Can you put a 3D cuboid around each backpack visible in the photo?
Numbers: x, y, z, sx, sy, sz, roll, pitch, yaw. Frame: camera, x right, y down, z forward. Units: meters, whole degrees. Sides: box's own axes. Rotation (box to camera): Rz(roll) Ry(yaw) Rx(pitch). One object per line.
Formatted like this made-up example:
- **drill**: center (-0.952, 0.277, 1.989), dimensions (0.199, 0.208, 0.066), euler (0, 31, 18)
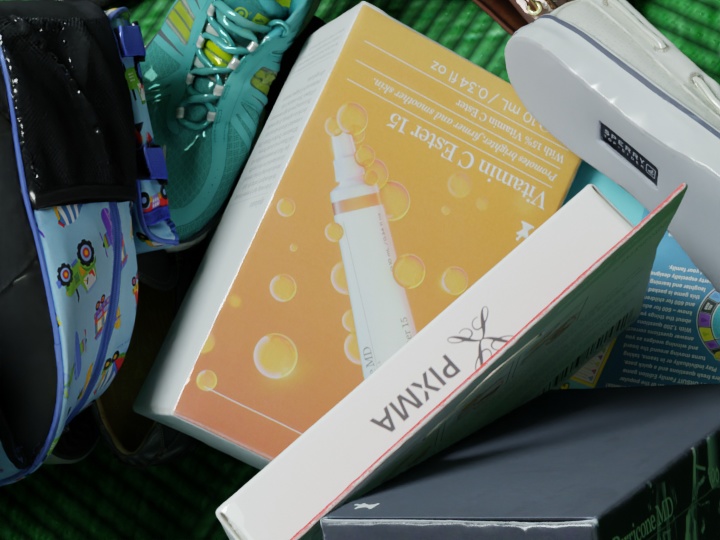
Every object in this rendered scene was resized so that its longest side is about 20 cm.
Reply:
- **backpack**: center (-0.171, -0.009, 0.893), dimensions (0.182, 0.134, 0.200), euler (-11, 93, 34)

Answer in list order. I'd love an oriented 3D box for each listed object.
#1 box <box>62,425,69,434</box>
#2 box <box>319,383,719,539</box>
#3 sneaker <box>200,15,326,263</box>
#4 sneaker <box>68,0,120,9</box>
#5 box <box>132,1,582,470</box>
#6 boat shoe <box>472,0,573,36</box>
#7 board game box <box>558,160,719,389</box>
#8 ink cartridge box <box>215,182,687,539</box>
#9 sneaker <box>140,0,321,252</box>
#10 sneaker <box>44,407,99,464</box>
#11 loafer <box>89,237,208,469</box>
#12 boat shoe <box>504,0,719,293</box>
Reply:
- **box**: center (-0.244, 0.024, 1.045), dimensions (0.198, 0.050, 0.200), euler (-26, 61, 30)
- **box**: center (0.087, 0.150, 0.736), dimensions (0.104, 0.200, 0.182), euler (-5, 98, 29)
- **sneaker**: center (-0.032, -0.037, 1.017), dimensions (0.083, 0.071, 0.200), euler (1, 66, 9)
- **sneaker**: center (-0.089, -0.187, 1.102), dimensions (0.200, 0.077, 0.084), euler (-22, 56, 22)
- **box**: center (0.000, 0.000, 0.919), dimensions (0.200, 0.124, 0.097), euler (-66, 13, -9)
- **boat shoe**: center (0.045, -0.172, 1.008), dimensions (0.200, 0.070, 0.070), euler (37, 87, 28)
- **board game box**: center (0.147, 0.035, 0.884), dimensions (0.151, 0.047, 0.200), euler (9, 74, 32)
- **ink cartridge box**: center (0.032, 0.044, 0.781), dimensions (0.200, 0.176, 0.045), euler (-41, 76, -11)
- **sneaker**: center (-0.067, -0.106, 0.958), dimensions (0.077, 0.080, 0.200), euler (24, 74, -8)
- **sneaker**: center (-0.163, 0.004, 1.063), dimensions (0.085, 0.073, 0.200), euler (-5, 60, 40)
- **loafer**: center (-0.111, -0.002, 0.987), dimensions (0.073, 0.072, 0.200), euler (-11, 91, 5)
- **boat shoe**: center (0.151, -0.050, 0.849), dimensions (0.070, 0.071, 0.200), euler (-35, 60, -21)
